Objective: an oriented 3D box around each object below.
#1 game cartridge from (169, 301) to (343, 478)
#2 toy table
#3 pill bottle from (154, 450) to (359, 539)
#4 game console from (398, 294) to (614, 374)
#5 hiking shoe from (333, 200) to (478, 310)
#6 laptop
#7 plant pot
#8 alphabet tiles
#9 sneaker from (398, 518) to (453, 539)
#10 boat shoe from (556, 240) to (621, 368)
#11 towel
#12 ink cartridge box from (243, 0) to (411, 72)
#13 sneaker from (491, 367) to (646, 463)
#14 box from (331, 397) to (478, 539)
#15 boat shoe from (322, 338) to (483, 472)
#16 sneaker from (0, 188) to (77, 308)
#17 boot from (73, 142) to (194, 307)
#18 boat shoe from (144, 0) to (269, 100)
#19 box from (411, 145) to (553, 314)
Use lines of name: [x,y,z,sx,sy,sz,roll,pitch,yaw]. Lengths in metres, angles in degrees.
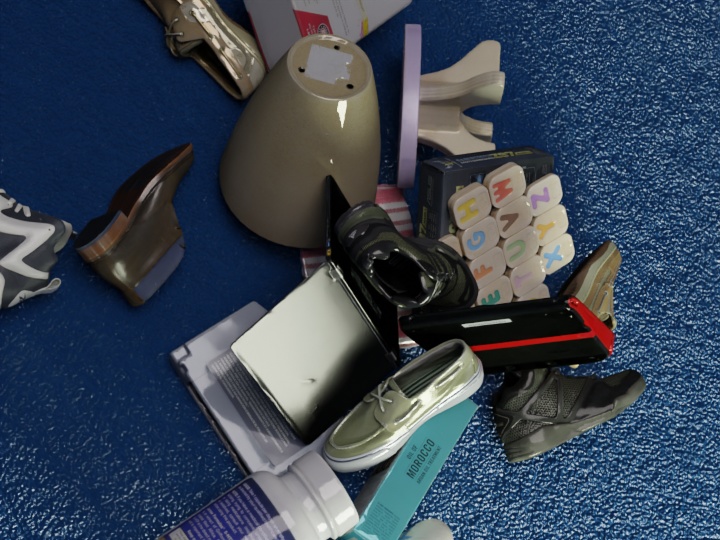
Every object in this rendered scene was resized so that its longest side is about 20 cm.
game cartridge: [-0.103,0.142,1.497,0.133,0.042,0.201,-31,84,-28]
toy table: [0.104,-0.192,1.607,0.116,0.184,0.202,4,83,0]
pill bottle: [-0.107,0.276,1.388,0.199,0.120,0.120,-33,84,-14]
game console: [0.162,0.068,1.472,0.198,0.177,0.031,-9,64,25]
hiking shoe: [0.054,0.011,1.412,0.199,0.076,0.101,28,31,-37]
laptop: [-0.044,0.043,1.461,0.115,0.188,0.201,-16,45,16]
plant pot: [-0.053,-0.159,1.500,0.186,0.201,0.189,6,55,-9]
alphabet tiles: [0.159,-0.016,1.531,0.195,0.015,0.201,-30,123,-20]
sneaker: [0.033,0.341,1.454,0.072,0.073,0.200,47,64,4]
boat shoe: [0.271,0.045,1.616,0.076,0.072,0.200,39,52,2]
towel: [0.000,0.000,1.583,0.145,0.030,0.202,-7,77,-20]
ink cartridge box: [-0.043,-0.339,1.594,0.200,0.085,0.149,-42,124,-40]
sneaker: [0.237,0.135,1.585,0.198,0.076,0.115,-22,86,-17]
box: [0.049,0.221,1.493,0.049,0.082,0.201,37,66,-5]
boat shoe: [0.039,0.139,1.461,0.199,0.062,0.072,-35,44,-6]
sneaker: [-0.372,-0.058,1.455,0.129,0.080,0.201,-7,70,-26]
boot: [-0.230,-0.053,1.517,0.097,0.074,0.200,55,50,-23]
boat shoe: [-0.195,-0.281,1.590,0.200,0.072,0.065,41,64,-7]
box: [0.138,-0.033,1.552,0.157,0.051,0.202,-12,114,-31]
